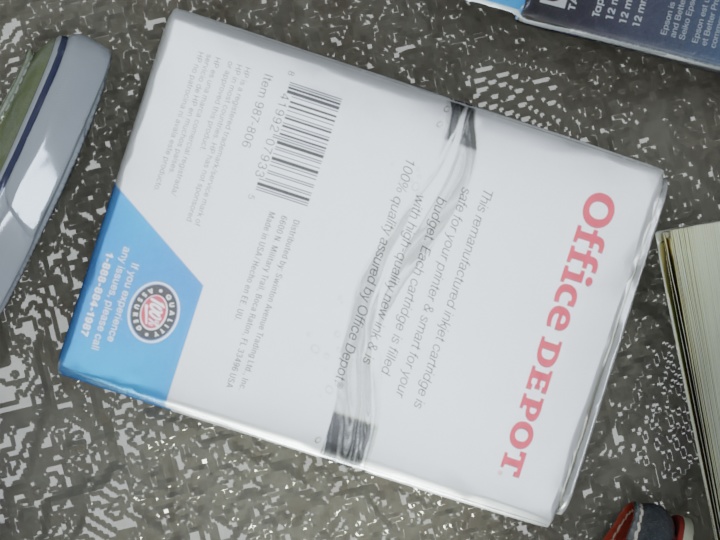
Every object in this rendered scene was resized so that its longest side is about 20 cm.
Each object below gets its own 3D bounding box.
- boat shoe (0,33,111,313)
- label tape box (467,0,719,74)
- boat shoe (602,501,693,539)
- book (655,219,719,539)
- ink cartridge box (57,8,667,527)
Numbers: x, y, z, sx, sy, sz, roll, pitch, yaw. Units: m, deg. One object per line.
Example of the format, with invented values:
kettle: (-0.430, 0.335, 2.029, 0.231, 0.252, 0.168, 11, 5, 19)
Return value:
boat shoe: (-0.161, -0.006, 1.093, 0.062, 0.072, 0.200, 28, 91, -6)
label tape box: (0.118, -0.154, 1.080, 0.200, 0.066, 0.143, 12, 95, -22)
boat shoe: (0.056, 0.168, 1.113, 0.063, 0.071, 0.200, 36, 92, -1)
book: (0.190, 0.072, 1.100, 0.134, 0.048, 0.200, -10, 90, -44)
ink cartridge box: (0.000, 0.000, 1.097, 0.200, 0.084, 0.145, 18, 90, -3)
